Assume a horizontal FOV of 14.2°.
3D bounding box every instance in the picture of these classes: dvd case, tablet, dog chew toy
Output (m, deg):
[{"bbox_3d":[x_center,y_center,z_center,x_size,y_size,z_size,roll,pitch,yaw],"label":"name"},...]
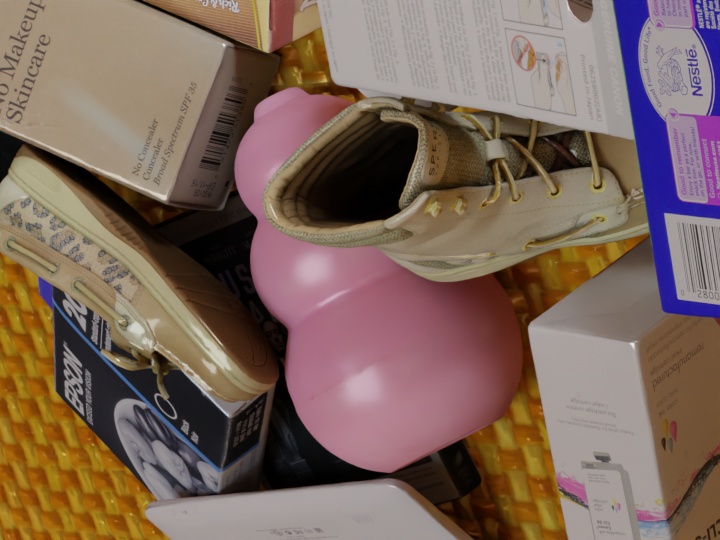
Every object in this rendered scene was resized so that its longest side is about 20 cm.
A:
[{"bbox_3d":[-0.031,0.048,1.610,0.150,0.025,0.200,-20,100,48],"label":"dvd case"},{"bbox_3d":[-0.014,0.158,1.613,0.200,0.014,0.130,-9,140,43],"label":"tablet"},{"bbox_3d":[0.000,0.000,1.486,0.124,0.124,0.200,-32,83,48],"label":"dog chew toy"}]

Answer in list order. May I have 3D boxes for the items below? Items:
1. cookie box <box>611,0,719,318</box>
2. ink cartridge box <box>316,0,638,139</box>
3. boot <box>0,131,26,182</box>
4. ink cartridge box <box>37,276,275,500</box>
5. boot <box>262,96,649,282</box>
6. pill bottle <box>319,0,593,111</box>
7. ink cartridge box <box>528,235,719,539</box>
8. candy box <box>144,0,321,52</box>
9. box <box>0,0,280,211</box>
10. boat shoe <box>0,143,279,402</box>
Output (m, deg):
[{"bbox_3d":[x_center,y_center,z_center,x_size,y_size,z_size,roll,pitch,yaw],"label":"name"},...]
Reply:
[{"bbox_3d":[0.194,-0.095,1.182,0.075,0.200,0.172,8,118,41],"label":"cookie box"},{"bbox_3d":[0.049,-0.147,1.212,0.200,0.057,0.163,11,120,46],"label":"ink cartridge box"},{"bbox_3d":[-0.254,-0.101,1.696,0.198,0.073,0.163,45,136,7],"label":"boot"},{"bbox_3d":[-0.132,0.046,1.641,0.200,0.043,0.198,46,157,17],"label":"ink cartridge box"},{"bbox_3d":[0.070,-0.052,1.330,0.200,0.155,0.072,-21,73,26],"label":"boot"},{"bbox_3d":[0.074,-0.150,1.326,0.200,0.113,0.114,-31,91,48],"label":"pill bottle"},{"bbox_3d":[0.154,0.096,1.396,0.067,0.116,0.201,8,120,40],"label":"ink cartridge box"},{"bbox_3d":[-0.104,-0.202,1.505,0.200,0.055,0.116,24,128,31],"label":"candy box"},{"bbox_3d":[-0.155,-0.111,1.546,0.199,0.078,0.095,22,96,20],"label":"box"},{"bbox_3d":[-0.121,0.012,1.511,0.200,0.073,0.063,42,101,31],"label":"boat shoe"}]
